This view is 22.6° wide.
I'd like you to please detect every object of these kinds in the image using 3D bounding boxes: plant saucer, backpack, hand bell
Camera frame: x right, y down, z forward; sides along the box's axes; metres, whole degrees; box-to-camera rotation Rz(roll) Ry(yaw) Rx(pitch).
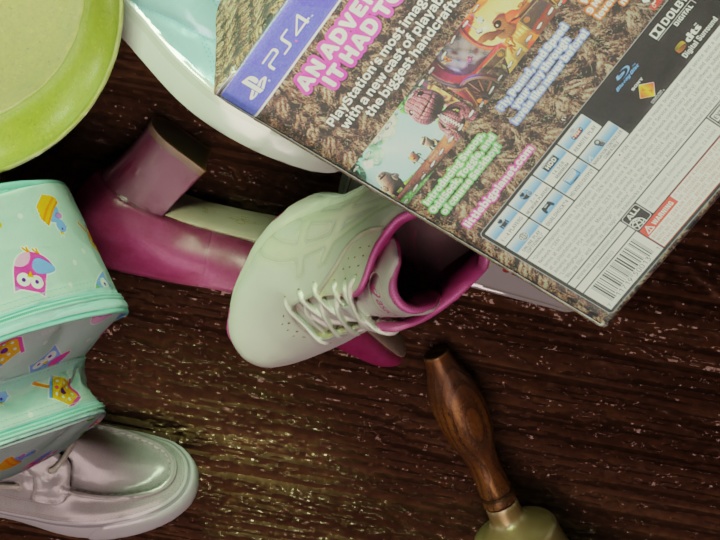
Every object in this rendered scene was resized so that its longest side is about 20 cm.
[{"bbox_3d":[-0.212,-0.135,0.858,0.200,0.031,0.200,-2,121,-3],"label":"plant saucer"},{"bbox_3d":[-0.219,0.038,0.945,0.176,0.153,0.200,-17,163,-38],"label":"backpack"},{"bbox_3d":[0.081,0.134,1.109,0.104,0.104,0.200,-18,111,17],"label":"hand bell"}]

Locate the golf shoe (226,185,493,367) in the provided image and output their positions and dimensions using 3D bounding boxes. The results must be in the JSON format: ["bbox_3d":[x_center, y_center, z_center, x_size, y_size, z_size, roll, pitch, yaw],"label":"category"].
[{"bbox_3d":[0.000,0.000,0.889,0.075,0.092,0.200,40,124,-19],"label":"golf shoe"}]

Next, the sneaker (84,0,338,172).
[{"bbox_3d":[-0.069,-0.133,0.884,0.200,0.074,0.082,41,120,-3],"label":"sneaker"}]

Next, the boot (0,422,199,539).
[{"bbox_3d":[-0.202,0.110,1.093,0.200,0.074,0.096,1,148,5],"label":"boot"}]

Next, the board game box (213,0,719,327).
[{"bbox_3d":[0.065,-0.102,0.740,0.200,0.097,0.159,30,113,-19],"label":"board game box"}]

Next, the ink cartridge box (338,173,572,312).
[{"bbox_3d":[0.080,-0.092,0.919,0.146,0.084,0.200,16,127,-6],"label":"ink cartridge box"}]

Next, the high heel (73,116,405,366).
[{"bbox_3d":[-0.071,0.007,1.018,0.200,0.067,0.096,41,111,-7],"label":"high heel"}]
